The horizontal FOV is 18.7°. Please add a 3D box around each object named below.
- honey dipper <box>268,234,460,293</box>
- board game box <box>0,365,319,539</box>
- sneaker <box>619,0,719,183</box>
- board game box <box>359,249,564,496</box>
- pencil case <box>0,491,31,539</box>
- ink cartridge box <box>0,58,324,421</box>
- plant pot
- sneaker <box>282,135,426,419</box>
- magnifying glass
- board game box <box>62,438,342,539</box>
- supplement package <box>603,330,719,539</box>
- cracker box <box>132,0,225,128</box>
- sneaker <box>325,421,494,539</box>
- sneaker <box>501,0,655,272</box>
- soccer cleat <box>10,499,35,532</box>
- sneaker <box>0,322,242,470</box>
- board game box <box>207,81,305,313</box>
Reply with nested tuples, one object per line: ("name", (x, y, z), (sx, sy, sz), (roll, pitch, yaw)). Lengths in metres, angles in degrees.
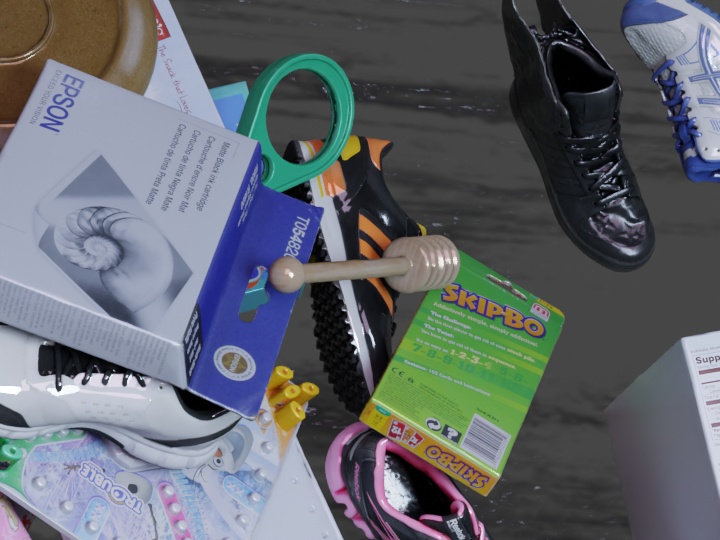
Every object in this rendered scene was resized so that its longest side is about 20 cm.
("honey dipper", (0.000, 0.000, 1.379), (0.038, 0.200, 0.038), (2, 95, 31))
("board game box", (-0.133, 0.090, 1.356), (0.200, 0.026, 0.200), (37, 44, -15))
("sneaker", (0.250, -0.112, 1.549), (0.200, 0.075, 0.088), (44, 72, 7))
("board game box", (0.072, 0.062, 1.444), (0.095, 0.030, 0.200), (31, 37, 0))
("pencil case", (-0.243, 0.149, 1.308), (0.086, 0.083, 0.200), (-22, 84, -56))
("ink cartridge box", (-0.127, -0.023, 1.304), (0.199, 0.041, 0.200), (21, 42, -5))
("plant pot", (-0.231, -0.159, 1.415), (0.199, 0.028, 0.201), (2, 65, -5))
("sneaker", (0.011, 0.000, 1.480), (0.090, 0.070, 0.201), (-11, 77, -21))
("magnifying glass", (-0.073, -0.061, 1.416), (0.200, 0.022, 0.080), (-53, 126, -24))
("board game box", (-0.091, 0.192, 1.373), (0.200, 0.026, 0.200), (-13, 73, -44))
("supplement package", (0.268, 0.152, 1.405), (0.147, 0.191, 0.201), (-8, 74, -12))
("cracker box", (-0.199, -0.093, 1.437), (0.199, 0.058, 0.134), (-19, 71, -14))
("sneaker", (0.057, 0.180, 1.409), (0.079, 0.095, 0.200), (-41, 93, -21))
("sneaker", (0.153, -0.099, 1.514), (0.060, 0.104, 0.200), (-25, 78, -16))
("soccer cleat", (-0.274, 0.178, 1.369), (0.200, 0.085, 0.069), (-41, 82, -18))
("sneaker", (-0.154, 0.060, 1.282), (0.200, 0.080, 0.074), (13, 57, -32))
("board game box", (-0.153, -0.033, 1.476), (0.199, 0.045, 0.152), (-14, 73, -13))
